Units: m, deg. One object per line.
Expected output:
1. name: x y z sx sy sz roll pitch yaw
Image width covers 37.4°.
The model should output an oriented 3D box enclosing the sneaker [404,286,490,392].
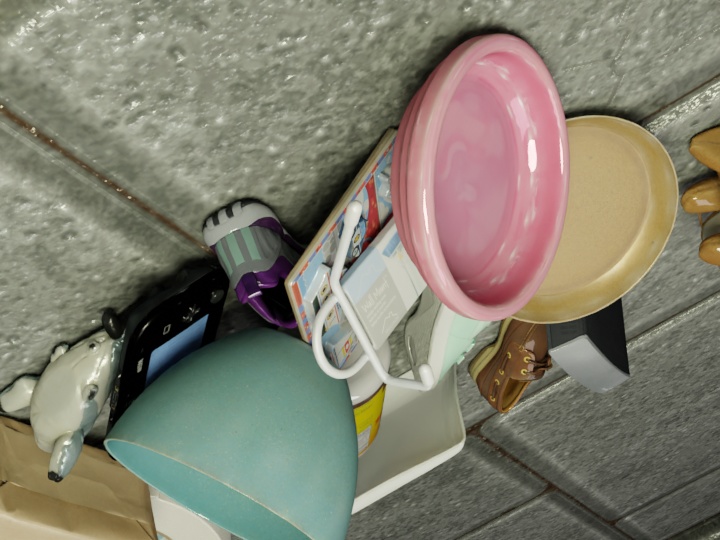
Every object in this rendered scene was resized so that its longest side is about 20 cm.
1. sneaker: 0.114 0.053 1.057 0.117 0.074 0.201 -8 146 -17

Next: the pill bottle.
1. pill bottle: -0.030 0.119 1.025 0.109 0.110 0.200 -16 151 -14

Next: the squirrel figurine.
1. squirrel figurine: 0.416 -0.066 1.036 0.199 0.142 0.187 -25 158 6

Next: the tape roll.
1. tape roll: -0.238 0.292 1.136 0.201 0.037 0.204 1 128 1

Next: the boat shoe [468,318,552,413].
1. boat shoe: 0.189 0.089 1.185 0.072 0.068 0.200 -7 147 -28

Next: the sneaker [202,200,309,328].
1. sneaker: -0.058 0.021 0.862 0.074 0.088 0.200 -30 151 15

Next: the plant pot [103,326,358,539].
1. plant pot: -0.080 0.126 0.838 0.135 0.199 0.200 -62 162 -23

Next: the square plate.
1. square plate: 0.026 0.180 1.115 0.197 0.200 0.029 -32 109 14

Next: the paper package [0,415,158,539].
1. paper package: -0.320 0.245 0.987 0.200 0.104 0.190 -38 135 23

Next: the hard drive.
1. hard drive: 0.228 0.044 1.067 0.042 0.136 0.200 -10 159 24

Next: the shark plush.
1. shark plush: -0.228 0.080 0.898 0.083 0.091 0.201 -11 134 -62

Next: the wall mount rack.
1. wall mount rack: 0.034 -0.015 0.800 0.200 0.074 0.174 -51 128 -35

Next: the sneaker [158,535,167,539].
1. sneaker: -0.227 0.263 1.181 0.199 0.074 0.082 -28 122 17

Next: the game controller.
1. game controller: -0.160 0.079 0.869 0.104 0.042 0.201 -47 165 -43

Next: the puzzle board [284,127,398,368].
1. puzzle board: 0.000 0.000 0.855 0.151 0.017 0.200 -57 160 -22

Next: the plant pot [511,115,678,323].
1. plant pot: 0.179 -0.045 0.924 0.198 0.028 0.201 -8 122 -13

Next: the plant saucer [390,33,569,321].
1. plant saucer: 0.085 -0.066 0.765 0.051 0.202 0.200 7 173 38
